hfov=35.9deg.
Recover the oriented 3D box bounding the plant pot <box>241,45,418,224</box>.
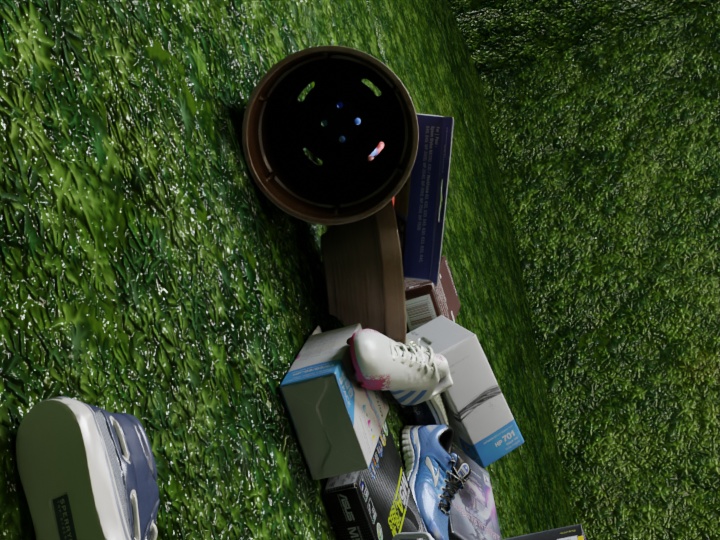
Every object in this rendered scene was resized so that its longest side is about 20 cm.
[{"bbox_3d":[-0.029,-0.172,1.338,0.198,0.199,0.201,-76,149,-76],"label":"plant pot"}]

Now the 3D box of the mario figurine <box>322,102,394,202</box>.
[{"bbox_3d":[-0.015,-0.152,1.549,0.106,0.123,0.201,78,-12,-78],"label":"mario figurine"}]

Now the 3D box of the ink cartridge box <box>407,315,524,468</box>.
[{"bbox_3d":[0.157,0.186,1.731,0.201,0.086,0.146,66,-11,-17],"label":"ink cartridge box"}]

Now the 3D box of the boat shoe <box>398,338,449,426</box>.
[{"bbox_3d":[0.081,0.178,1.622,0.075,0.062,0.200,-93,166,-45],"label":"boat shoe"}]

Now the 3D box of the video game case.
[{"bbox_3d":[0.168,0.362,1.737,0.143,0.019,0.200,41,25,-31],"label":"video game case"}]

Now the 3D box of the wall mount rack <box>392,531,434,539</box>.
[{"bbox_3d":[0.035,0.370,1.152,0.200,0.074,0.175,1,83,-59],"label":"wall mount rack"}]

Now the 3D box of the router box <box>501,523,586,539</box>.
[{"bbox_3d":[0.256,0.482,1.705,0.150,0.199,0.051,-91,162,-47],"label":"router box"}]

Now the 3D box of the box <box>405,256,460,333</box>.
[{"bbox_3d":[0.116,0.051,1.881,0.200,0.075,0.101,-58,131,-74],"label":"box"}]

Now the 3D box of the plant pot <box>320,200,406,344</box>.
[{"bbox_3d":[0.000,0.000,1.388,0.201,0.092,0.202,174,-90,-88],"label":"plant pot"}]

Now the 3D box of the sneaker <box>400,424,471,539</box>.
[{"bbox_3d":[0.109,0.296,1.555,0.079,0.089,0.201,58,22,-46],"label":"sneaker"}]

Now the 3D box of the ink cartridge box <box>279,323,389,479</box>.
[{"bbox_3d":[-0.022,0.136,1.259,0.200,0.068,0.116,-62,135,-71],"label":"ink cartridge box"}]

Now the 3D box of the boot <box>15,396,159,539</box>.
[{"bbox_3d":[-0.153,0.178,0.692,0.090,0.072,0.201,28,48,-64],"label":"boot"}]

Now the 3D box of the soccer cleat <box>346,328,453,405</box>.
[{"bbox_3d":[0.048,0.103,1.248,0.200,0.086,0.070,42,35,-65],"label":"soccer cleat"}]

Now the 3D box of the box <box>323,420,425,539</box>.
[{"bbox_3d":[0.022,0.289,1.314,0.200,0.047,0.194,-63,134,-69],"label":"box"}]

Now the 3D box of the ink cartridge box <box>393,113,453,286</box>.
[{"bbox_3d":[0.070,-0.093,1.363,0.200,0.047,0.199,-109,-156,-82],"label":"ink cartridge box"}]
